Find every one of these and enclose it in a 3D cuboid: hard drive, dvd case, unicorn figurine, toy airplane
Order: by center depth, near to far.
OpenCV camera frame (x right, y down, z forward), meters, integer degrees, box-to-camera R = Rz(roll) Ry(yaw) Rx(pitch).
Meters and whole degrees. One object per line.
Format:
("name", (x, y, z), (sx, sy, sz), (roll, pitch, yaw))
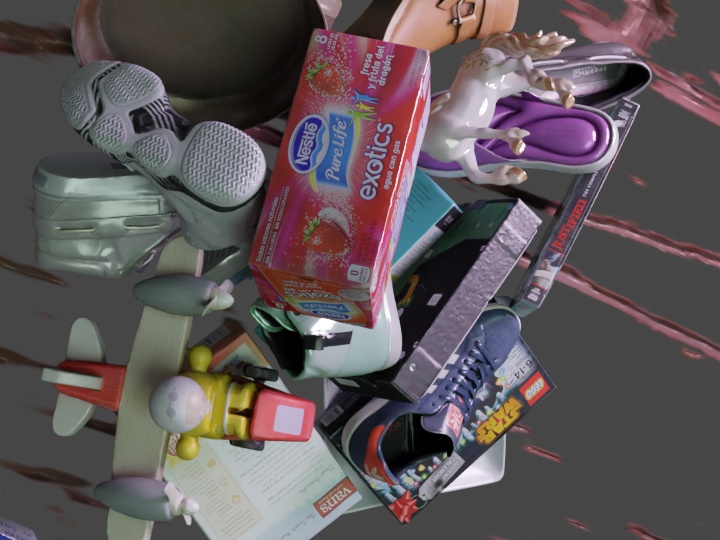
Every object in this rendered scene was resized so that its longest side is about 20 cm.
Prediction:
("toy airplane", (-0.160, 0.100, 1.225), (0.199, 0.141, 0.200), (-34, 93, -7))
("unicorn figurine", (0.088, -0.130, 1.273), (0.200, 0.137, 0.074), (-46, 143, -33))
("hard drive", (0.061, 0.025, 1.335), (0.038, 0.140, 0.200), (42, 72, -21))
("dvd case", (0.191, -0.053, 1.386), (0.022, 0.146, 0.200), (26, 86, 3))

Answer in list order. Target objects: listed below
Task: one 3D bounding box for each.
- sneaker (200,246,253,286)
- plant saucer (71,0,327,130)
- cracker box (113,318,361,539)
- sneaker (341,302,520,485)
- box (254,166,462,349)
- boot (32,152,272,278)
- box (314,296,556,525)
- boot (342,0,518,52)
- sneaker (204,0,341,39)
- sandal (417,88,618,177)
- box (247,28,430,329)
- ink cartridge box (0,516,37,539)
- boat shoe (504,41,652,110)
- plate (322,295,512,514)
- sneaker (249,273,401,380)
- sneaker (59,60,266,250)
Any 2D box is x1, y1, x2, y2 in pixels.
("sneaker", (-0.070, -0.017, 1.317), (0.200, 0.074, 0.082), (-32, 117, -12))
("plant saucer", (-0.126, -0.189, 1.199), (0.200, 0.032, 0.200), (-3, 138, -3))
("cracker box", (-0.109, 0.163, 1.358), (0.134, 0.058, 0.200), (-36, 109, -10))
("sneaker", (0.078, 0.115, 1.351), (0.200, 0.085, 0.075), (-45, 120, -5))
("box", (0.000, 0.000, 1.329), (0.200, 0.082, 0.049), (-45, 81, 4))
("boot", (-0.173, -0.046, 1.264), (0.200, 0.074, 0.096), (-1, 118, -20))
("box", (0.073, 0.125, 1.425), (0.200, 0.040, 0.137), (-42, 122, -7))
("boot", (0.062, -0.206, 1.314), (0.155, 0.074, 0.200), (-6, 117, -32))
("sneaker", (-0.110, -0.222, 1.220), (0.200, 0.070, 0.076), (20, 107, -29))
("sandal", (0.121, -0.126, 1.323), (0.050, 0.202, 0.083), (42, 51, -69))
("box", (-0.012, -0.069, 1.158), (0.095, 0.100, 0.200), (12, 72, 7))
("ink cartridge box", (-0.375, 0.226, 1.273), (0.200, 0.044, 0.094), (33, 94, -33))
("boat shoe", (0.174, -0.166, 1.391), (0.200, 0.057, 0.067), (-18, 116, -20))
("plate", (0.049, 0.125, 1.456), (0.200, 0.032, 0.200), (-8, 113, -24))
("sneaker", (-0.038, -0.010, 1.225), (0.118, 0.074, 0.201), (-10, 85, -41))
("sneaker", (-0.148, -0.082, 1.185), (0.075, 0.200, 0.115), (-49, 152, -21))
